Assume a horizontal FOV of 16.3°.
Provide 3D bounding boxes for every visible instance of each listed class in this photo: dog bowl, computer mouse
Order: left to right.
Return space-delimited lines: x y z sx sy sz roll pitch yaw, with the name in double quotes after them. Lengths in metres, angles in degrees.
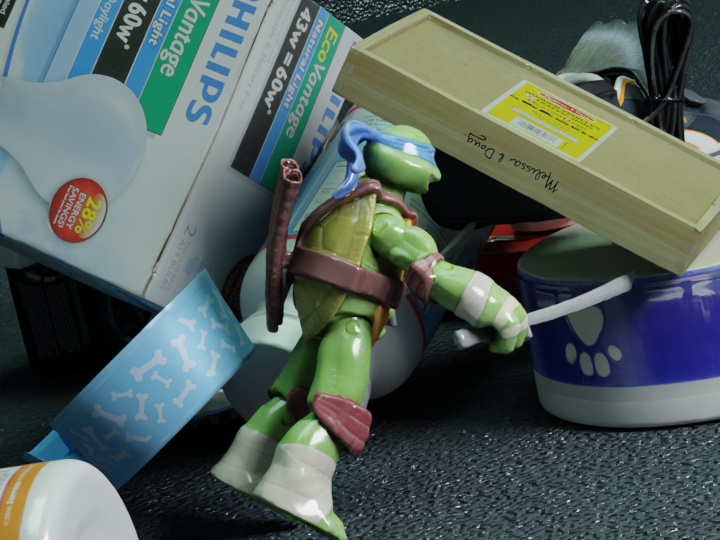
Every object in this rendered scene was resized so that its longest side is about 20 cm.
-0.113 0.067 1.310 0.111 0.050 0.200 -46 1 -22 "dog bowl"
0.120 -0.094 1.395 0.199 0.142 0.046 -8 16 -37 "computer mouse"
0.185 0.014 1.341 0.198 0.079 0.200 -12 12 3 "dog bowl"

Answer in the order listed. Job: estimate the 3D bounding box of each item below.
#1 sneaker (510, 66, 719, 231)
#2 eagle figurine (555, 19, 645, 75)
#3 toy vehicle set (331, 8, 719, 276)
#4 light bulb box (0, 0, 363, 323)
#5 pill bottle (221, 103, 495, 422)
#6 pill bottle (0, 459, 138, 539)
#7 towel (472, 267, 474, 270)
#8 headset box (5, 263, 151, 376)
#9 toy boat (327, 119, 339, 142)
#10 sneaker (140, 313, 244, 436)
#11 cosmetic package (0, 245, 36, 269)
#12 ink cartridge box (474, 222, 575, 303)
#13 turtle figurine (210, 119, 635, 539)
0.164 -0.087 1.508 0.199 0.080 0.078 -21 13 -37 "sneaker"
0.095 -0.085 1.638 0.199 0.152 0.152 -6 23 -27 "eagle figurine"
0.094 -0.069 1.288 0.199 0.027 0.124 29 22 11 "toy vehicle set"
-0.135 -0.091 1.445 0.199 0.199 0.125 22 -4 27 "light bulb box"
0.000 0.000 1.405 0.108 0.109 0.201 -4 41 38 "pill bottle"
-0.197 0.146 1.046 0.198 0.113 0.112 -10 12 16 "pill bottle"
0.051 0.000 1.689 0.145 0.030 0.200 -9 13 8 "towel"
-0.118 -0.008 1.738 0.198 0.094 0.174 -9 13 18 "headset box"
-0.098 -0.077 1.566 0.198 0.131 0.131 -7 52 -15 "toy boat"
-0.099 0.052 1.493 0.071 0.073 0.200 -13 13 -8 "sneaker"
-0.200 -0.057 1.700 0.199 0.052 0.150 -25 20 -38 "cosmetic package"
0.149 -0.012 1.531 0.199 0.068 0.116 -23 15 -41 "ink cartridge box"
0.023 0.042 1.236 0.143 0.195 0.200 23 -8 35 "turtle figurine"
